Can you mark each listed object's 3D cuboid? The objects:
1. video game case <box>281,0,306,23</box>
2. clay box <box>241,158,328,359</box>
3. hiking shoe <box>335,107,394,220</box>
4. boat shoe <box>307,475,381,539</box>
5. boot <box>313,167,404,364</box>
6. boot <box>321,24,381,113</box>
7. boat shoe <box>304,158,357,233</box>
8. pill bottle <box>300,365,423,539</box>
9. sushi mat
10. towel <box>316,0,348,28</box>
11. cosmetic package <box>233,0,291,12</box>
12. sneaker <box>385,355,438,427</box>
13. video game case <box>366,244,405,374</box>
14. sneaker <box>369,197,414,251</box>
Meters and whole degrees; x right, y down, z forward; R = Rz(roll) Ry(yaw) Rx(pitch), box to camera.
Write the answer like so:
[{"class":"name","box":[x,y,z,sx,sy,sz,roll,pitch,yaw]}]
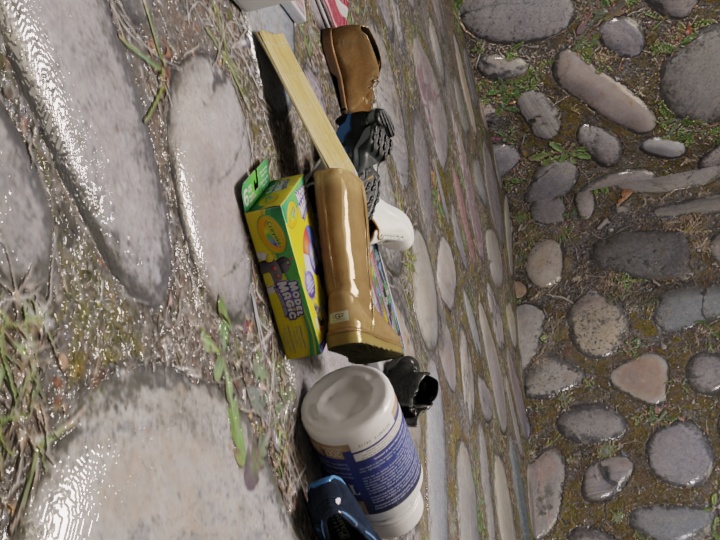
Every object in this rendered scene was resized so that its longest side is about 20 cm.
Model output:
[{"class":"video game case","box":[-0.110,-0.451,1.360,0.143,0.018,0.204,37,45,-69]},{"class":"clay box","box":[-0.076,-0.018,1.141,0.115,0.047,0.203,-67,146,-66]},{"class":"hiking shoe","box":[-0.018,-0.126,1.393,0.074,0.086,0.203,44,60,-48]},{"class":"boat shoe","box":[-0.010,0.321,1.130,0.201,0.083,0.069,57,4,-27]},{"class":"boot","box":[0.000,0.000,1.204,0.175,0.065,0.204,40,42,-69]},{"class":"boot","box":[0.003,-0.287,1.589,0.074,0.074,0.202,-86,162,-49]},{"class":"boat shoe","box":[-0.049,-0.086,1.276,0.069,0.071,0.202,66,29,-44]},{"class":"pill bottle","box":[0.010,0.218,1.194,0.112,0.109,0.202,-82,157,-51]},{"class":"sushi mat","box":[-0.066,-0.203,1.258,0.202,0.012,0.096,62,16,-1]},{"class":"towel","box":[-0.046,-0.465,1.619,0.145,0.022,0.202,64,21,-46]},{"class":"cosmetic package","box":[-0.073,-0.405,1.105,0.166,0.197,0.170,27,54,-73]},{"class":"sneaker","box":[0.069,0.166,1.423,0.199,0.103,0.061,-26,109,-60]},{"class":"video game case","box":[0.024,0.072,1.534,0.183,0.023,0.203,-67,143,-65]},{"class":"sneaker","box":[0.015,-0.059,1.492,0.200,0.072,0.086,37,47,-49]}]
